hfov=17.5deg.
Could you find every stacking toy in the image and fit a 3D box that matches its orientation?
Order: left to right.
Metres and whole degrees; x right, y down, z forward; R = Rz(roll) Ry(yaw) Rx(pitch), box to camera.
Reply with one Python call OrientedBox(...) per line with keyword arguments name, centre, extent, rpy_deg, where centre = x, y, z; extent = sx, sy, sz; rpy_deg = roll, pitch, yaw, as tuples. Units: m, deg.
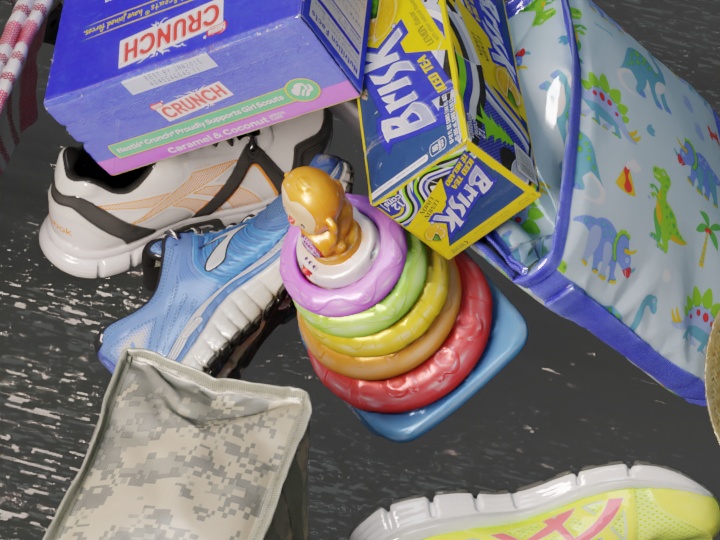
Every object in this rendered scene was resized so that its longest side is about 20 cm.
OrientedBox(name="stacking toy", centre=(0.000, 0.000, 1.248), extent=(0.110, 0.200, 0.116), rpy_deg=(-39, 59, -1))

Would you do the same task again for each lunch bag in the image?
OrientedBox(name="lunch bag", centre=(-0.097, 0.168, 1.144), extent=(0.117, 0.164, 0.200), rpy_deg=(14, 53, 9))
OrientedBox(name="lunch bag", centre=(0.130, -0.034, 1.306), extent=(0.170, 0.127, 0.200), rpy_deg=(32, 34, -37))

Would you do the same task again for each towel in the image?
OrientedBox(name="towel", centre=(-0.212, -0.065, 1.324), extent=(0.030, 0.146, 0.200), rpy_deg=(21, 52, -6))

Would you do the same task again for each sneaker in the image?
OrientedBox(name="sneaker", centre=(-0.096, -0.066, 1.377), extent=(0.200, 0.080, 0.074), rpy_deg=(-29, 58, -27))
OrientedBox(name="sneaker", centre=(-0.076, -0.005, 1.333), extent=(0.089, 0.079, 0.200), rpy_deg=(33, 57, 15))
OrientedBox(name="sneaker", centre=(0.099, 0.160, 1.236), extent=(0.200, 0.078, 0.090), rpy_deg=(-10, 62, -6))

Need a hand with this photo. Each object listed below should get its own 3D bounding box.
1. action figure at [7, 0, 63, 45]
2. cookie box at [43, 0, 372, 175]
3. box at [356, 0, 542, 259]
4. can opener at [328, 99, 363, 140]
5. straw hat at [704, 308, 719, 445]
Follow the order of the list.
OrientedBox(name="action figure", centre=(-0.251, -0.229, 1.472), extent=(0.200, 0.102, 0.119), rpy_deg=(34, 68, 17))
OrientedBox(name="cookie box", centre=(-0.078, -0.170, 1.309), extent=(0.171, 0.075, 0.200), rpy_deg=(-15, 49, 27))
OrientedBox(name="box", centre=(0.041, -0.107, 1.264), extent=(0.064, 0.070, 0.200), rpy_deg=(35, 34, -35))
OrientedBox(name="can opener", centre=(-0.021, -0.127, 1.397), extent=(0.200, 0.067, 0.053), rpy_deg=(43, 82, 8))
OrientedBox(name="straw hat", centre=(0.272, 0.088, 1.295), extent=(0.201, 0.085, 0.201), rpy_deg=(3, 65, -6))
